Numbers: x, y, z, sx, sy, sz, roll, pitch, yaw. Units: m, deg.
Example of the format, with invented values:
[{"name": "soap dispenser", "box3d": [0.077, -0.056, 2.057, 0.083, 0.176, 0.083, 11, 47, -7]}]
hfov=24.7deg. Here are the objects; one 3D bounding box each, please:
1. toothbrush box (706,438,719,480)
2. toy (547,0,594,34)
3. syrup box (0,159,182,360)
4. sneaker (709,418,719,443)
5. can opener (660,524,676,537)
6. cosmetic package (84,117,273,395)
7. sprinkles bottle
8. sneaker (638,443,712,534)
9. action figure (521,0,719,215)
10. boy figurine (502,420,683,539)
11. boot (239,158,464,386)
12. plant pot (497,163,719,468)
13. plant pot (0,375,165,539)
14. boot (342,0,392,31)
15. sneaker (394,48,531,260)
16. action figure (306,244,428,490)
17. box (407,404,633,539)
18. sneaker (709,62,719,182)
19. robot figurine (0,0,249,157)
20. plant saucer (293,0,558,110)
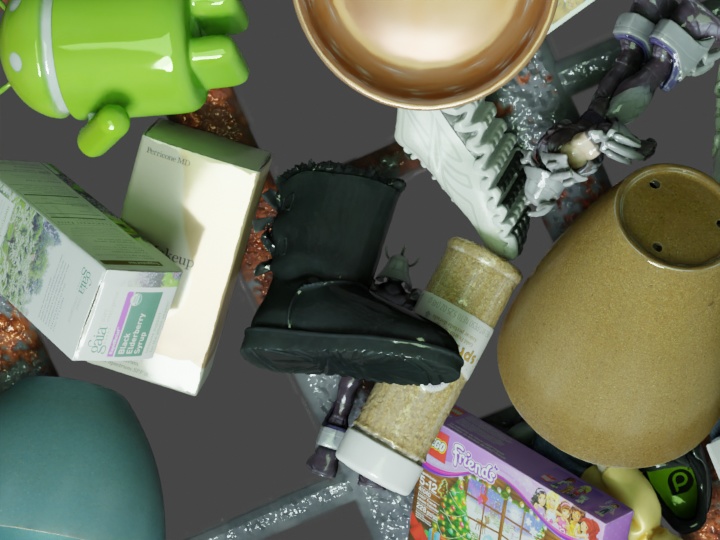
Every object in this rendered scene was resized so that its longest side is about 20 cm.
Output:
[{"name": "toothbrush box", "box3d": [0.382, 0.194, 1.311, 0.146, 0.086, 0.200, -27, 132, 12]}, {"name": "toy", "box3d": [0.163, -0.262, 1.252, 0.199, 0.047, 0.115, -34, 101, 14]}, {"name": "syrup box", "box3d": [-0.234, -0.011, 1.289, 0.200, 0.081, 0.079, 35, 112, 37]}, {"name": "sneaker", "box3d": [0.318, 0.067, 1.324, 0.095, 0.079, 0.202, 1, 107, 7]}, {"name": "can opener", "box3d": [0.258, 0.252, 1.395, 0.200, 0.066, 0.053, 40, 105, -2]}, {"name": "cosmetic package", "box3d": [-0.149, -0.011, 1.342, 0.104, 0.071, 0.201, 16, 108, 0]}, {"name": "sprinkles bottle", "box3d": [0.054, 0.075, 1.298, 0.068, 0.068, 0.201, 28, 86, -4]}, {"name": "sneaker", "box3d": [0.243, 0.126, 1.345, 0.070, 0.083, 0.201, -22, 103, 11]}, {"name": "action figure", "box3d": [0.191, -0.119, 1.244, 0.069, 0.130, 0.200, 40, 87, -23]}, {"name": "boy figurine", "box3d": [0.196, 0.206, 1.329, 0.200, 0.064, 0.125, 41, 130, 34]}, {"name": "boot", "box3d": [0.001, 0.000, 1.278, 0.197, 0.073, 0.164, 3, 67, 29]}, {"name": "plant pot", "box3d": [0.210, 0.016, 1.217, 0.185, 0.187, 0.201, 12, 145, 1]}, {"name": "plant pot", "box3d": [-0.251, 0.165, 1.360, 0.198, 0.200, 0.136, 7, 72, 3]}, {"name": "boot", "box3d": [0.042, -0.251, 1.244, 0.199, 0.070, 0.147, 15, 96, 19]}, {"name": "sneaker", "box3d": [0.076, -0.098, 1.305, 0.081, 0.075, 0.201, -15, 107, 29]}, {"name": "action figure", "box3d": [0.009, 0.075, 1.359, 0.129, 0.069, 0.201, 15, 94, 7]}, {"name": "box", "box3d": [0.124, 0.212, 1.334, 0.199, 0.039, 0.138, 28, 121, 41]}, {"name": "sneaker", "box3d": [0.308, -0.124, 1.280, 0.087, 0.074, 0.201, 29, 101, 8]}, {"name": "robot figurine", "box3d": [-0.188, -0.177, 1.272, 0.198, 0.116, 0.177, -2, 80, 7]}, {"name": "plant saucer", "box3d": [0.048, -0.219, 1.202, 0.198, 0.037, 0.202, 2, 107, 8]}]
